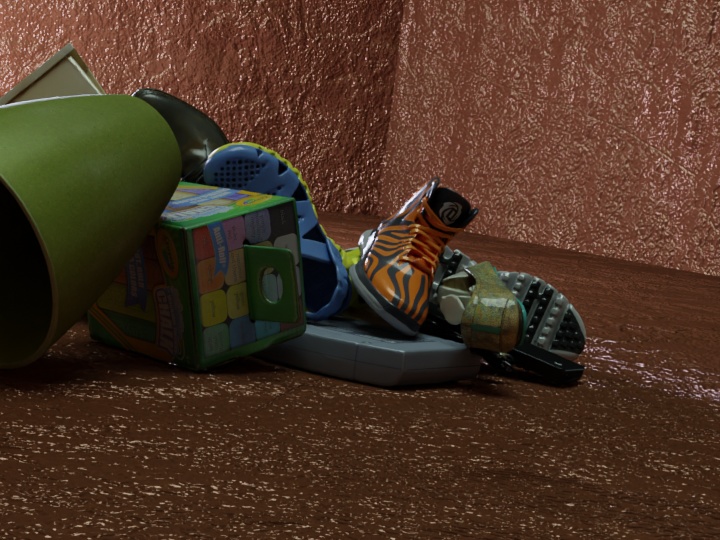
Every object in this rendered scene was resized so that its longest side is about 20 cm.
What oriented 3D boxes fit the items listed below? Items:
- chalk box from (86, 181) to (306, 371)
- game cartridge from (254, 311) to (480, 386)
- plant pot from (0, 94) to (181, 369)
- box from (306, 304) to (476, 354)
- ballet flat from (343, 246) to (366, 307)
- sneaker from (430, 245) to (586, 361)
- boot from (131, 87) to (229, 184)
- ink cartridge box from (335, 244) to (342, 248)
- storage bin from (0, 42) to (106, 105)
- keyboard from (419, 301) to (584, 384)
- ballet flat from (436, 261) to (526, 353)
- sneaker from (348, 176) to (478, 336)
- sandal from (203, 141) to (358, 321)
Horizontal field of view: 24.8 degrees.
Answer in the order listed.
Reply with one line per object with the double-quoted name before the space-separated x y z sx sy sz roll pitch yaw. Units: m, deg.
"chalk box" -0.129 0.003 1.372 0.124 0.125 0.200 -17 19 -41
"game cartridge" -0.010 0.068 1.452 0.199 0.041 0.133 11 2 40
"plant pot" -0.233 -0.054 1.244 0.187 0.188 0.200 10 31 33
"box" 0.012 0.046 1.632 0.199 0.021 0.163 20 9 33
"ballet flat" 0.000 0.000 1.633 0.067 0.067 0.200 2 6 15
"sneaker" 0.138 0.039 1.660 0.199 0.075 0.081 27 -20 19
"boot" -0.169 -0.117 1.764 0.200 0.075 0.097 44 3 -18
"ink cartridge box" -0.149 -0.003 1.791 0.175 0.084 0.200 10 6 44
"storage bin" -0.324 -0.102 1.704 0.094 0.200 0.199 48 -6 19
"keyboard" 0.108 0.065 1.546 0.199 0.021 0.127 22 8 27
"ballet flat" 0.102 0.030 1.482 0.070 0.071 0.200 7 9 -6
"sneaker" 0.052 -0.024 1.491 0.078 0.112 0.200 38 18 -19
"sandal" -0.066 -0.029 1.465 0.200 0.079 0.087 49 15 -19
